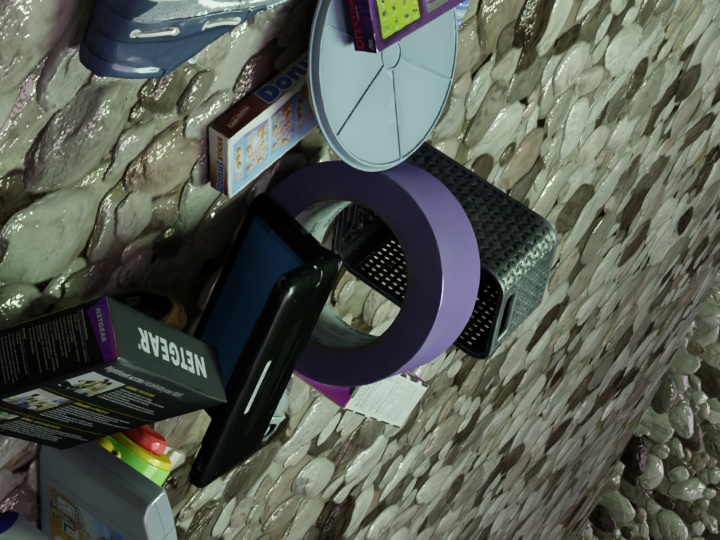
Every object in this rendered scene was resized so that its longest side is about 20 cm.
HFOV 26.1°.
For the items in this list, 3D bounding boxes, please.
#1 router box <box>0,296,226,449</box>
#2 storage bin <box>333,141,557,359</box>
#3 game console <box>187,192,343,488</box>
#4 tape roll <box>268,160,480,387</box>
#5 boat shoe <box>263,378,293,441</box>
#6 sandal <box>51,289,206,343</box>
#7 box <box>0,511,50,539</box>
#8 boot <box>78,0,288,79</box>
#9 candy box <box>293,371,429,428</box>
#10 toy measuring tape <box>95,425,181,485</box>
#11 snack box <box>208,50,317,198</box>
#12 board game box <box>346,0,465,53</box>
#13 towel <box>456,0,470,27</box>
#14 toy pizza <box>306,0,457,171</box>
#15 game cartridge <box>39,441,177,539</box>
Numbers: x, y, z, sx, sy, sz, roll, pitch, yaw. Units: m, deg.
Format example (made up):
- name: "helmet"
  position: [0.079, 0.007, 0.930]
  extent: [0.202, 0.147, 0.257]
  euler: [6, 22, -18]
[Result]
- name: "router box"
  position: [-0.205, 0.081, 1.152]
  extent: [0.149, 0.051, 0.200]
  euler: [-17, 163, 13]
- name: "storage bin"
  position: [0.081, -0.025, 1.532]
  extent: [0.094, 0.200, 0.135]
  euler: [-43, 156, -32]
- name: "game console"
  position: [-0.109, 0.054, 1.309]
  extent: [0.200, 0.116, 0.176]
  euler: [-65, 167, 19]
- name: "tape roll"
  position: [0.000, 0.000, 1.393]
  extent: [0.085, 0.200, 0.200]
  euler: [-12, 133, -61]
- name: "boat shoe"
  position: [-0.103, 0.124, 1.468]
  extent: [0.201, 0.070, 0.072]
  euler: [116, -13, -80]
- name: "sandal"
  position: [-0.178, 0.039, 1.258]
  extent: [0.200, 0.080, 0.054]
  euler: [31, 72, -65]
- name: "box"
  position: [-0.337, 0.328, 1.275]
  extent: [0.184, 0.105, 0.200]
  euler: [-22, 141, -57]
- name: "boot"
  position: [-0.109, -0.186, 1.073]
  extent: [0.200, 0.073, 0.090]
  euler: [-16, 143, -49]
- name: "candy box"
  position: [-0.023, 0.092, 1.571]
  extent: [0.061, 0.136, 0.200]
  euler: [-57, 159, 0]
- name: "toy measuring tape"
  position: [-0.193, 0.179, 1.419]
  extent: [0.074, 0.074, 0.200]
  euler: [-55, 159, -1]
- name: "snack box"
  position: [-0.052, -0.144, 1.310]
  extent: [0.200, 0.024, 0.072]
  euler: [-43, 155, -31]
- name: "board game box"
  position: [0.054, -0.271, 1.284]
  extent: [0.200, 0.032, 0.120]
  euler: [-36, 130, -41]
- name: "towel"
  position: [0.059, -0.227, 1.433]
  extent: [0.145, 0.024, 0.200]
  euler: [-23, 142, -54]
- name: "toy pizza"
  position: [0.015, -0.184, 1.309]
  extent: [0.200, 0.032, 0.200]
  euler: [-20, 116, -49]
- name: "game cartridge"
  position: [-0.219, 0.231, 1.352]
  extent: [0.042, 0.133, 0.200]
  euler: [-40, 154, -36]
